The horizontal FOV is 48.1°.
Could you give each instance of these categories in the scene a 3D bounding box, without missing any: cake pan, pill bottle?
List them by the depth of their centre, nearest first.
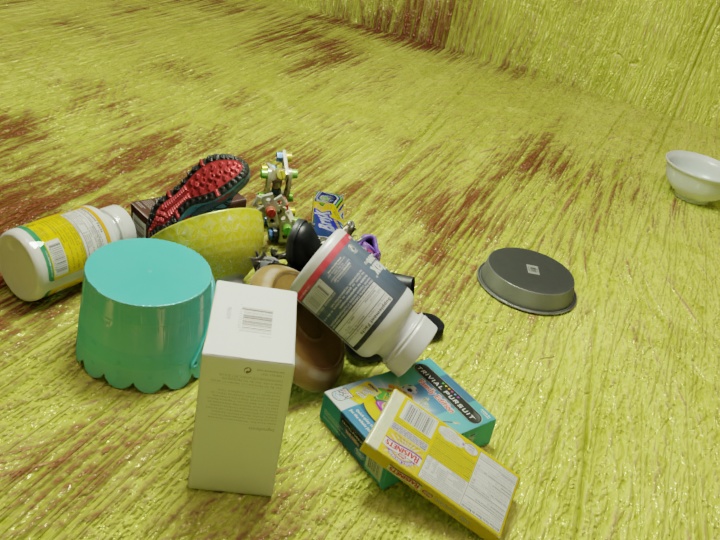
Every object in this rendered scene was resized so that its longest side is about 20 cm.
[{"bbox_3d":[0.008,0.050,1.141,0.199,0.120,0.120,41,32,0],"label":"pill bottle"},{"bbox_3d":[-0.455,-0.037,1.269,0.111,0.115,0.199,26,33,25],"label":"pill bottle"},{"bbox_3d":[0.322,0.014,1.541,0.195,0.037,0.202,9,29,-5],"label":"cake pan"}]

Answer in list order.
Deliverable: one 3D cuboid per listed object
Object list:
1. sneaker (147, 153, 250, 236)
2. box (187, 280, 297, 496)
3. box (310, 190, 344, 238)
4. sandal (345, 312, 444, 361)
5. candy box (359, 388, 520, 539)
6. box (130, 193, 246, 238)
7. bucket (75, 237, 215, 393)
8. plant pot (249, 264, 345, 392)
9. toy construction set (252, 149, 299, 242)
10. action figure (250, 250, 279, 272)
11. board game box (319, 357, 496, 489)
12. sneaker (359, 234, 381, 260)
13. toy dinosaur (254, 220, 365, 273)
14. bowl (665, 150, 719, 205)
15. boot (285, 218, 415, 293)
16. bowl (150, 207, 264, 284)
[{"bbox_3d":[-0.248,-0.114,1.298,0.095,0.198,0.081,25,38,-58],"label":"sneaker"},{"bbox_3d":[-0.142,0.143,0.982,0.104,0.204,0.153,8,29,-8],"label":"box"},{"bbox_3d":[-0.064,-0.075,1.520,0.063,0.071,0.201,6,30,-5],"label":"box"},{"bbox_3d":[0.053,0.094,1.298,0.197,0.044,0.076,-15,39,-39],"label":"sandal"},{"bbox_3d":[0.102,0.242,1.009,0.198,0.027,0.103,35,44,4],"label":"candy box"},{"bbox_3d":[-0.300,-0.079,1.410,0.197,0.102,0.075,-14,37,-39],"label":"box"},{"bbox_3d":[-0.301,0.056,1.141,0.202,0.137,0.209,10,30,-6],"label":"bucket"},{"bbox_3d":[-0.083,0.077,1.169,0.199,0.027,0.203,41,32,-32],"label":"plant pot"},{"bbox_3d":[-0.154,-0.131,1.520,0.090,0.134,0.201,8,30,-5],"label":"toy construction set"},{"bbox_3d":[-0.123,0.050,1.251,0.068,0.131,0.202,-27,47,9],"label":"action figure"},{"bbox_3d":[0.066,0.203,1.112,0.197,0.048,0.151,-13,38,-36],"label":"board game box"},{"bbox_3d":[0.000,0.000,1.401,0.079,0.085,0.201,9,31,-4],"label":"sneaker"},{"bbox_3d":[-0.090,-0.017,1.377,0.198,0.102,0.078,-33,46,11],"label":"toy dinosaur"},{"bbox_3d":[0.886,-0.234,2.119,0.196,0.092,0.202,9,29,-5],"label":"bowl"},{"bbox_3d":[-0.012,0.002,1.247,0.196,0.166,0.067,20,65,13],"label":"boot"},{"bbox_3d":[-0.237,-0.012,1.289,0.197,0.199,0.110,-13,80,-37],"label":"bowl"}]
